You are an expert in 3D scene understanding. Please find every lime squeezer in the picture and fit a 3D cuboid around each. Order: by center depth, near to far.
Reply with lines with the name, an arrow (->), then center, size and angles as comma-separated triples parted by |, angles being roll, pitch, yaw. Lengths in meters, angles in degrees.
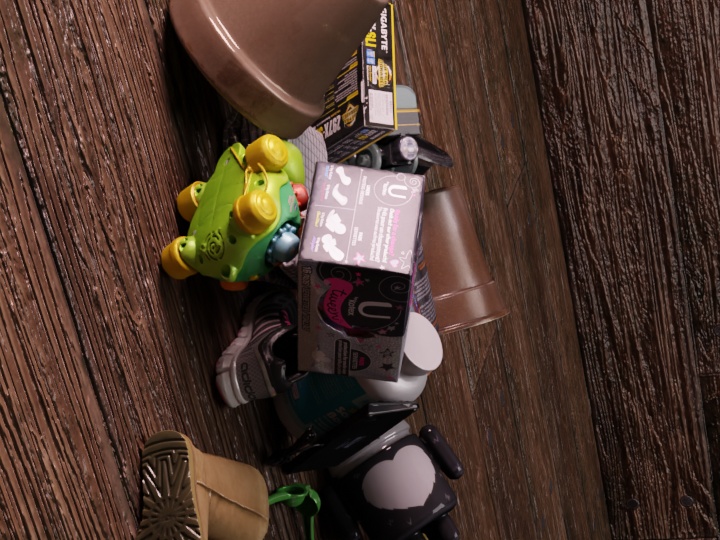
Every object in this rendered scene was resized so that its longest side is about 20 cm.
lime squeezer -> -0.081, 0.275, 1.577 | 0.071, 0.038, 0.200 | -56, 150, -14

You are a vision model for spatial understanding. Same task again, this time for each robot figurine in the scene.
robot figurine -> 0.042, 0.272, 1.720 | 0.200, 0.125, 0.150 | 57, 31, 12

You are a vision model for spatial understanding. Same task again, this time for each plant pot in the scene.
plant pot -> -0.071, -0.265, 1.417 | 0.200, 0.175, 0.200 | 42, 22, -22
plant pot -> 0.094, -0.011, 1.967 | 0.200, 0.200, 0.199 | -21, 97, -72

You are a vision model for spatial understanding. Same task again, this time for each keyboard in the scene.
keyboard -> -0.031, 0.188, 1.536 | 0.127, 0.200, 0.021 | -4, 66, -35

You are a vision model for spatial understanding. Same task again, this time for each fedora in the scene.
fedora -> 0.031, -0.151, 1.884 | 0.092, 0.200, 0.201 | -66, 166, 11

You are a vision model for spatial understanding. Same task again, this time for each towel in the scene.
towel -> -0.094, -0.077, 1.555 | 0.166, 0.085, 0.201 | 33, 53, -72

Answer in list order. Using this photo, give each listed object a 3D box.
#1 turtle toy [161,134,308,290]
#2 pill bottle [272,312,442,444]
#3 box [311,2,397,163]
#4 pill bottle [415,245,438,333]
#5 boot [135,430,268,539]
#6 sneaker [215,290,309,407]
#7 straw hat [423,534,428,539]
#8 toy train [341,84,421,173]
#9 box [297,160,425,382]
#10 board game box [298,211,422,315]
turtle toy -> -0.108, -0.062, 1.366 | 0.101, 0.146, 0.200 | 38, 42, -29
pill bottle -> -0.001, 0.118, 1.556 | 0.111, 0.200, 0.111 | 26, 49, -34
box -> -0.026, -0.218, 1.660 | 0.049, 0.200, 0.160 | 3, 76, -29
pill bottle -> 0.034, 0.035, 1.641 | 0.106, 0.106, 0.201 | -56, 136, -64
boot -> -0.143, 0.253, 1.320 | 0.200, 0.066, 0.176 | 50, 39, -63
sneaker -> -0.089, 0.083, 1.505 | 0.200, 0.087, 0.074 | -62, 142, -61
straw hat -> 0.048, 0.422, 1.829 | 0.201, 0.085, 0.202 | -2, 90, -79
toy train -> 0.003, -0.169, 1.734 | 0.085, 0.200, 0.114 | -5, 90, -34
box -> 0.000, 0.006, 1.392 | 0.200, 0.114, 0.132 | 93, 5, -54
board game box -> 0.000, 0.000, 1.517 | 0.200, 0.103, 0.019 | 71, 19, -47
